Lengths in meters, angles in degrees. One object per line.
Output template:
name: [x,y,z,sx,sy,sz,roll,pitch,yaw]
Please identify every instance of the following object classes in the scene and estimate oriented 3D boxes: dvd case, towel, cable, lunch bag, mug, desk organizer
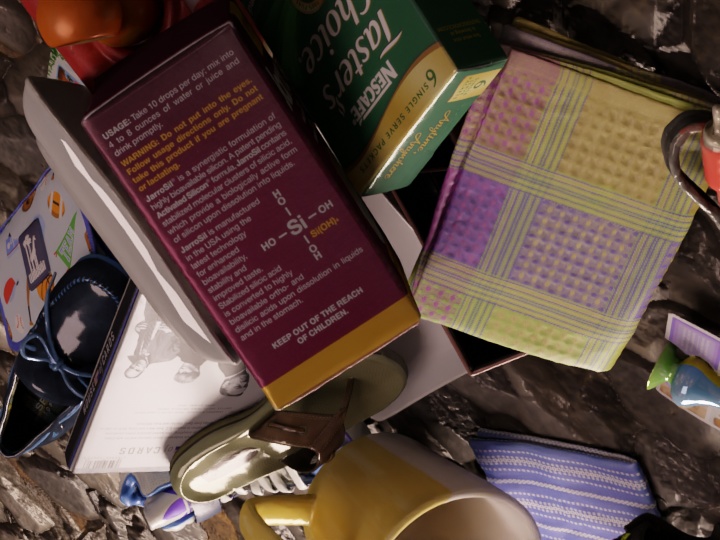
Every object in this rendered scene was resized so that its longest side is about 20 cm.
dvd case: [-0.110,0.070,1.343,0.201,0.149,0.025,-63,36,40]
towel: [0.117,-0.038,1.107,0.143,0.023,0.201,18,123,-2]
cable: [0.215,-0.020,1.069,0.096,0.051,0.201,-2,129,5]
towel: [0.164,0.204,1.396,0.144,0.024,0.201,7,131,40]
lunch bag: [-0.182,0.015,1.452,0.200,0.124,0.170,49,136,-1]
mug: [0.021,0.183,1.394,0.187,0.150,0.153,43,178,-35]
desk organizer: [0.055,-0.042,1.175,0.071,0.077,0.201,-22,114,18]

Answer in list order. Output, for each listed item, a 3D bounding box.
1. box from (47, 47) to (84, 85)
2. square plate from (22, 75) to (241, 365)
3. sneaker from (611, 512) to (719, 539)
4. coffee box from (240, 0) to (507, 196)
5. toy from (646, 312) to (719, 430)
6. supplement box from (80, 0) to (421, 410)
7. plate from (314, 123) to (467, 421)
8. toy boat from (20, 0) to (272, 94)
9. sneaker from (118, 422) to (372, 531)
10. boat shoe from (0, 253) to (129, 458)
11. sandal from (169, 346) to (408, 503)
box: [-0.135,-0.100,1.325,0.200,0.039,0.137,41,142,18]
square plate: [-0.132,-0.028,1.164,0.199,0.028,0.200,55,-177,-2]
sneaker: [0.177,0.209,1.315,0.198,0.074,0.088,-4,118,17]
coffee box: [-0.008,-0.157,1.091,0.201,0.044,0.123,60,138,17]
toy: [0.260,0.110,1.165,0.199,0.047,0.115,33,159,19]
supplement box: [-0.062,-0.042,1.103,0.201,0.103,0.131,56,-175,-15]
plate: [0.000,0.000,1.336,0.200,0.032,0.199,47,146,-6]
toy boat: [-0.150,-0.158,1.190,0.130,0.131,0.200,-43,81,28]
sneaker: [-0.098,0.161,1.502,0.199,0.147,0.081,8,133,40]
boat shoe: [-0.209,0.073,1.381,0.084,0.069,0.201,31,133,6]
sandal: [-0.046,0.119,1.360,0.200,0.058,0.080,-35,133,19]
